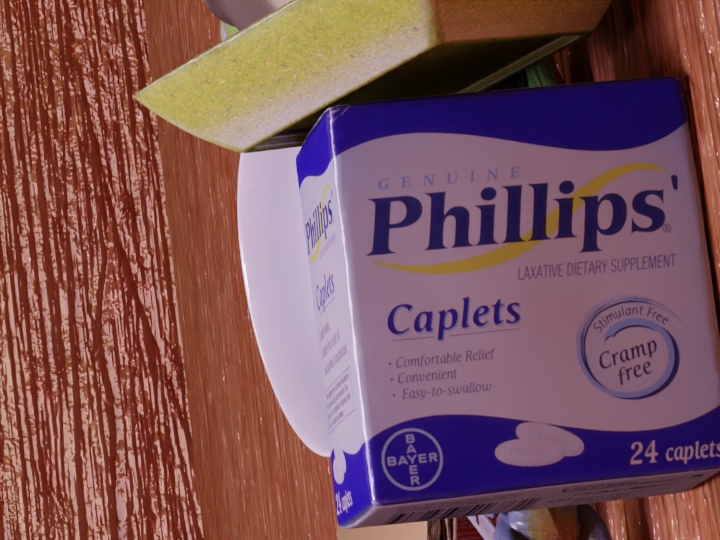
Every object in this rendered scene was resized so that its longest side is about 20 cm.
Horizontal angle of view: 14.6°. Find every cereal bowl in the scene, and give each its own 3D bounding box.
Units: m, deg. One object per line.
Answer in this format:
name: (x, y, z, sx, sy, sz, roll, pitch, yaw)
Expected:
cereal bowl: (0.000, 0.000, 1.577, 0.200, 0.083, 0.201, 171, 90, -71)

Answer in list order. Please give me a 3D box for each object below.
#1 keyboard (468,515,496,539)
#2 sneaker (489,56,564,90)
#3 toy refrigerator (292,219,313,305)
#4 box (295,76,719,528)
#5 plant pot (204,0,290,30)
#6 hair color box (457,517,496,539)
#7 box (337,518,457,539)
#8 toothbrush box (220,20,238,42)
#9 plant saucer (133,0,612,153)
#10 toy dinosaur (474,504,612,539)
keyboard: (0.086, 0.166, 1.604, 0.200, 0.011, 0.056, 53, 179, -9)
sneaker: (0.086, -0.041, 1.543, 0.200, 0.084, 0.077, -98, -19, -44)
toy refrigerator: (0.012, -0.015, 1.759, 0.070, 0.076, 0.200, 65, -161, -1)
box: (0.074, 0.017, 1.400, 0.105, 0.184, 0.200, 124, 140, -76)
plant pot: (0.014, -0.165, 1.709, 0.174, 0.200, 0.200, 63, 162, 21)
hair color box: (0.057, 0.161, 1.777, 0.111, 0.064, 0.200, 116, 148, -66)
box: (0.021, 0.128, 1.734, 0.200, 0.021, 0.164, -133, 41, -68)
toothbrush box: (-0.017, -0.219, 1.891, 0.086, 0.145, 0.200, -107, 17, -51)
plant saucer: (0.022, -0.111, 1.426, 0.200, 0.200, 0.048, -27, 80, 37)
toy dinosaur: (0.078, 0.122, 1.509, 0.182, 0.105, 0.200, 61, 146, 17)
